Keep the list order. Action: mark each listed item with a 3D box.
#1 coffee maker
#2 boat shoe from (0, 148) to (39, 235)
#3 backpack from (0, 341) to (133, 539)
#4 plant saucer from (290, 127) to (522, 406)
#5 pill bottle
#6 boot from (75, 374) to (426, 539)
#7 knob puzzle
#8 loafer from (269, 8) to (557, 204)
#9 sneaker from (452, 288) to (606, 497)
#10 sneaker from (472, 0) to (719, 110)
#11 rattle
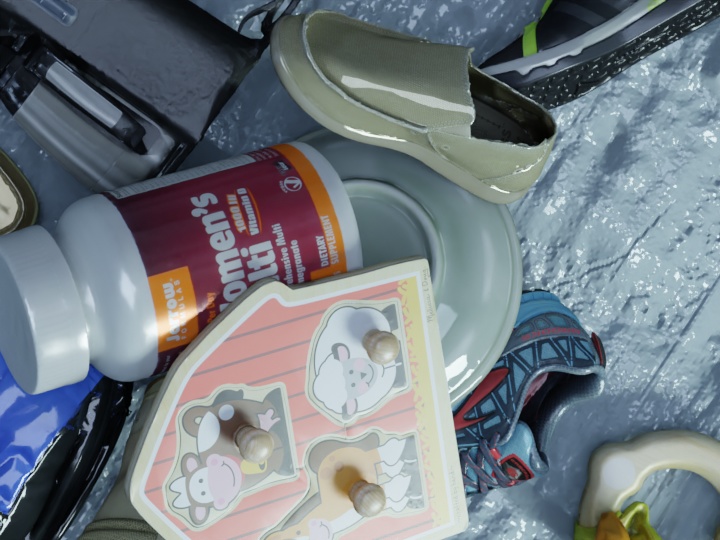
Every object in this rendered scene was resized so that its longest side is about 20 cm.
[{"bbox_3d":[-0.165,-0.160,1.320,0.200,0.135,0.192,38,66,-10],"label":"coffee maker"},{"bbox_3d":[-0.286,-0.082,1.334,0.201,0.063,0.073,42,91,-9],"label":"boat shoe"},{"bbox_3d":[-0.242,0.104,1.309,0.168,0.163,0.200,37,93,-1],"label":"backpack"},{"bbox_3d":[0.000,0.000,1.346,0.200,0.050,0.201,-1,80,8],"label":"plant saucer"},{"bbox_3d":[-0.108,0.000,1.243,0.200,0.110,0.110,-17,98,-23],"label":"pill bottle"},{"bbox_3d":[-0.064,0.143,1.295,0.200,0.156,0.073,9,136,18],"label":"boot"},{"bbox_3d":[-0.036,0.101,1.228,0.219,0.030,0.220,-7,108,-23],"label":"knob puzzle"},{"bbox_3d":[0.037,-0.110,1.309,0.200,0.076,0.068,23,138,-27],"label":"loafer"},{"bbox_3d":[0.072,0.104,1.364,0.200,0.096,0.079,-47,141,0],"label":"sneaker"},{"bbox_3d":[0.150,-0.170,1.381,0.200,0.072,0.083,-27,74,-4],"label":"sneaker"},{"bbox_3d":[0.243,0.169,1.384,0.199,0.143,0.131,11,76,-1],"label":"rattle"}]
